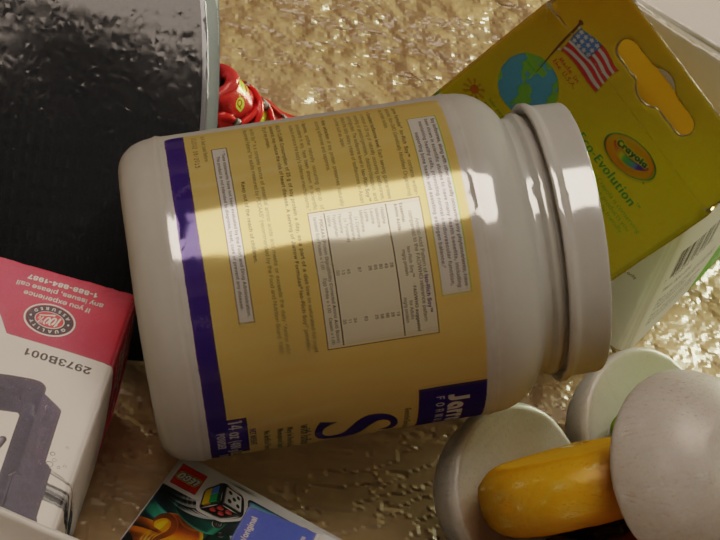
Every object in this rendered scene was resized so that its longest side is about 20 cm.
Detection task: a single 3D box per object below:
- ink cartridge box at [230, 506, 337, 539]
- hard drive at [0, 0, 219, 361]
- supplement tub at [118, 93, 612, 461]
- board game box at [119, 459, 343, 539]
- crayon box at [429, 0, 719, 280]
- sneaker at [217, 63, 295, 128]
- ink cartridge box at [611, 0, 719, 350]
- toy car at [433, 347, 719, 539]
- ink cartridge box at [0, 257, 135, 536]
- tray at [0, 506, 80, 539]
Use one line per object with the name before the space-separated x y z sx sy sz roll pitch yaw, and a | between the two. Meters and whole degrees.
ink cartridge box | 0.021 0.181 0.797 0.199 0.042 0.119 25 38 3
hard drive | -0.136 -0.060 0.960 0.134 0.042 0.201 7 81 -12
supplement tub | 0.000 0.000 0.876 0.199 0.146 0.146 -9 48 -5
board game box | -0.024 0.174 0.847 0.200 0.035 0.126 27 45 8
crayon box | 0.093 -0.051 0.964 0.127 0.200 0.051 53 38 0
sneaker | -0.064 -0.068 1.035 0.199 0.085 0.077 5 46 -13
ink cartridge box | 0.174 -0.078 1.041 0.084 0.200 0.145 36 46 17
toy car | 0.147 0.113 0.895 0.200 0.175 0.150 -19 91 -37
ink cartridge box | -0.192 0.086 0.841 0.144 0.084 0.200 16 45 -3
tray | -0.169 0.182 0.730 0.107 0.022 0.201 24 82 -2
